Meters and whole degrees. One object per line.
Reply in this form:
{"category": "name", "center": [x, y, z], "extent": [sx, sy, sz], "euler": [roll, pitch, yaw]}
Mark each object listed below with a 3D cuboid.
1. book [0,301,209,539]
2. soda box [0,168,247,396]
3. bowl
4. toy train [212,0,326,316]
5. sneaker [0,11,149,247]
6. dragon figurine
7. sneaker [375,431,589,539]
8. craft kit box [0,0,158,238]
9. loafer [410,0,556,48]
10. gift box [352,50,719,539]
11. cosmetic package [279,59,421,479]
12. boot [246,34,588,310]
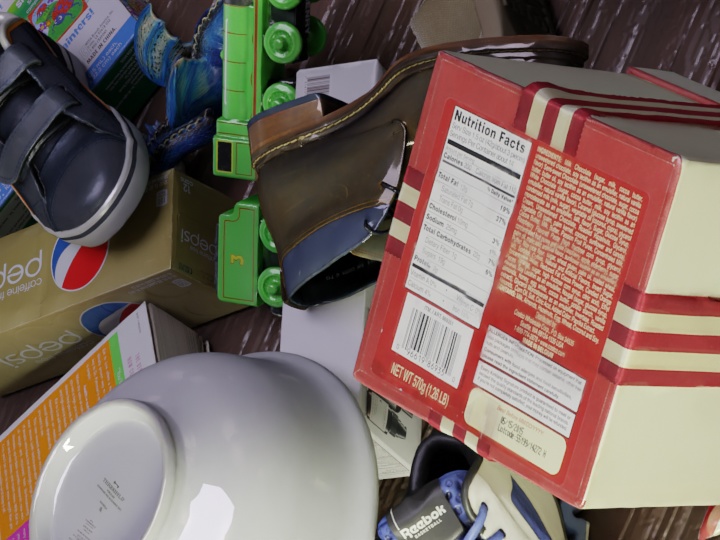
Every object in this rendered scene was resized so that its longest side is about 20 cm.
{"category": "book", "center": [-0.162, 0.128, 1.574], "extent": [0.200, 0.048, 0.134], "euler": [-39, 37, 24]}
{"category": "soda box", "center": [-0.157, 0.010, 1.629], "extent": [0.200, 0.068, 0.064], "euler": [-20, 58, 34]}
{"category": "bowl", "center": [-0.094, 0.119, 1.376], "extent": [0.201, 0.090, 0.201], "euler": [-24, 54, 36]}
{"category": "toy train", "center": [-0.050, -0.074, 1.532], "extent": [0.056, 0.042, 0.200], "euler": [8, 106, 25]}
{"category": "sneaker", "center": [-0.183, -0.082, 1.604], "extent": [0.078, 0.079, 0.200], "euler": [-52, 34, 8]}
{"category": "dragon figurine", "center": [-0.087, -0.114, 1.576], "extent": [0.099, 0.200, 0.059], "euler": [-17, 52, -10]}
{"category": "sneaker", "center": [0.062, 0.152, 1.331], "extent": [0.081, 0.115, 0.200], "euler": [-39, 49, 23]}
{"category": "craft kit box", "center": [-0.220, -0.115, 1.764], "extent": [0.200, 0.048, 0.198], "euler": [-50, 48, 12]}
{"category": "loafer", "center": [0.071, -0.077, 1.467], "extent": [0.067, 0.076, 0.200], "euler": [-34, 43, 29]}
{"category": "gift box", "center": [0.122, 0.015, 1.300], "extent": [0.184, 0.187, 0.200], "euler": [35, 114, 43]}
{"category": "cosmetic package", "center": [0.000, 0.000, 1.478], "extent": [0.051, 0.083, 0.200], "euler": [-7, 65, 21]}
{"category": "boot", "center": [0.031, -0.047, 1.389], "extent": [0.200, 0.075, 0.097], "euler": [-18, 69, 39]}
